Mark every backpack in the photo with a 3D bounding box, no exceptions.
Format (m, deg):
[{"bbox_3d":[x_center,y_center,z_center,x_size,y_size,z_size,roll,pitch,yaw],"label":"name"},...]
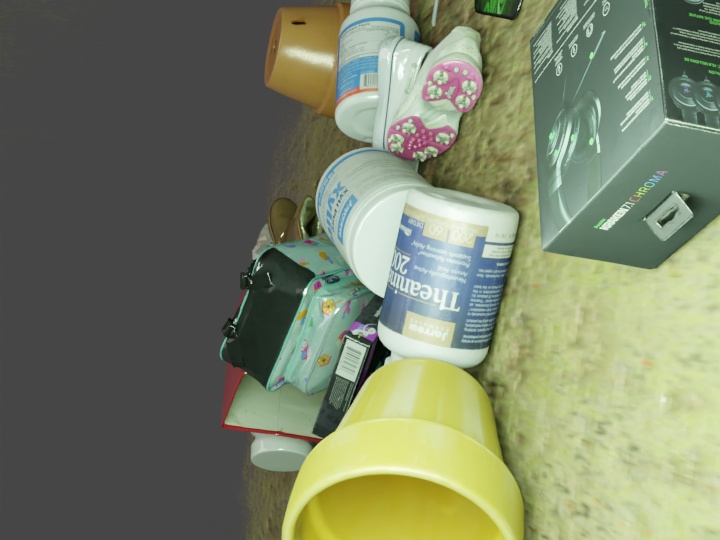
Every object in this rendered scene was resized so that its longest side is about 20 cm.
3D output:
[{"bbox_3d":[-0.055,0.049,1.411,0.200,0.153,0.176,-32,-35,-61],"label":"backpack"}]

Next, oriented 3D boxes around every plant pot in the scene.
[{"bbox_3d":[0.047,0.184,1.002,0.189,0.200,0.201,-72,1,-55],"label":"plant pot"},{"bbox_3d":[-0.084,-0.370,1.964,0.200,0.140,0.201,-171,90,-75],"label":"plant pot"}]

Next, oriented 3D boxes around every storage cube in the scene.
[{"bbox_3d":[-0.094,0.119,1.619,0.200,0.170,0.180,117,159,-53],"label":"storage cube"}]

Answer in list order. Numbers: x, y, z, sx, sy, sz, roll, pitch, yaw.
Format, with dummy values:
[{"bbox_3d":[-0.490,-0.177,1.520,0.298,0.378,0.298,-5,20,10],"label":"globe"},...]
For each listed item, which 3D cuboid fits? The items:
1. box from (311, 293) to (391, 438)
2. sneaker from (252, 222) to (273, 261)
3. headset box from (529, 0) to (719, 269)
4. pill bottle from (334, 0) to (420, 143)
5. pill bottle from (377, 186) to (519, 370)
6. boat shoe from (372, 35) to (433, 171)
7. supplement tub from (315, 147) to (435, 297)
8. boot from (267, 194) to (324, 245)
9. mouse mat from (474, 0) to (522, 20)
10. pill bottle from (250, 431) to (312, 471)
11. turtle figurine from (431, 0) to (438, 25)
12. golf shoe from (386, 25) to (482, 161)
[{"bbox_3d":[0.013,0.089,1.312,0.200,0.036,0.143,-52,-17,-57],"label":"box"},{"bbox_3d":[-0.174,-0.058,2.272,0.200,0.075,0.092,-148,73,-74],"label":"sneaker"},{"bbox_3d":[0.193,-0.118,0.768,0.174,0.092,0.201,123,152,-58],"label":"headset box"},{"bbox_3d":[0.025,-0.281,1.524,0.112,0.112,0.201,123,153,-59],"label":"pill bottle"},{"bbox_3d":[0.078,0.027,1.100,0.111,0.111,0.201,-131,51,-72],"label":"pill bottle"},{"bbox_3d":[0.059,-0.186,1.403,0.074,0.067,0.201,-39,-45,-41],"label":"boat shoe"},{"bbox_3d":[0.029,-0.057,1.298,0.200,0.132,0.132,-126,47,-67],"label":"supplement tub"},{"bbox_3d":[-0.113,-0.086,2.065,0.200,0.066,0.176,127,138,-64],"label":"boot"},{"bbox_3d":[0.167,-0.374,1.229,0.161,0.008,0.201,-126,45,-71],"label":"mouse mat"},{"bbox_3d":[-0.118,0.202,1.777,0.116,0.116,0.201,121,154,-57],"label":"pill bottle"},{"bbox_3d":[0.068,-0.451,1.399,0.200,0.143,0.194,121,158,-49],"label":"turtle figurine"},{"bbox_3d":[0.090,-0.201,1.317,0.200,0.075,0.092,131,157,-55],"label":"golf shoe"}]
